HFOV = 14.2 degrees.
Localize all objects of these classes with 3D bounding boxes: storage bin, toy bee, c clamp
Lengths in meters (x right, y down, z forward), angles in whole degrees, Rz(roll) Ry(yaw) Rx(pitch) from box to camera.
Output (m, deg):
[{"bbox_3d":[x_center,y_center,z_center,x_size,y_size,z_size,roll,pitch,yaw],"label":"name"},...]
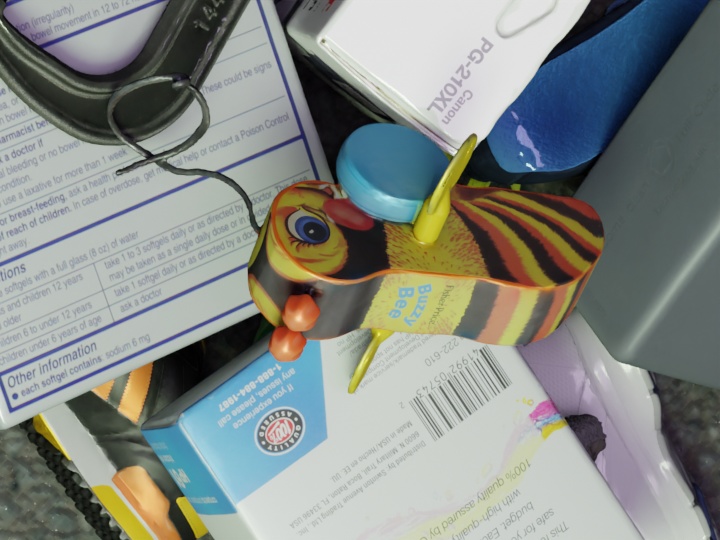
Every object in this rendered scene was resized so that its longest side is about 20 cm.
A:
[{"bbox_3d":[0.185,-0.026,1.289,0.134,0.146,0.200,8,126,-41],"label":"storage bin"},{"bbox_3d":[-0.002,0.002,1.151,0.200,0.109,0.131,-1,133,4],"label":"toy bee"},{"bbox_3d":[-0.103,-0.159,1.165,0.171,0.027,0.200,26,84,-33],"label":"c clamp"}]

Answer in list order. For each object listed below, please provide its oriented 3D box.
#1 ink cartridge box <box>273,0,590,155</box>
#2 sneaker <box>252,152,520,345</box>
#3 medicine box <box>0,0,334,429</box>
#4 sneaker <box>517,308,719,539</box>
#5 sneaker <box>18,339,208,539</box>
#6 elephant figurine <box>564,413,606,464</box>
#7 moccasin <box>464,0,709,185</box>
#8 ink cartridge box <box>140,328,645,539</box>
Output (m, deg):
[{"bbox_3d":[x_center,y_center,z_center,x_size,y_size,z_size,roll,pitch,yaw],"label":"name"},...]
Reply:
[{"bbox_3d":[0.037,-0.137,1.262,0.084,0.200,0.145,38,90,-14],"label":"ink cartridge box"},{"bbox_3d":[0.000,0.000,1.342,0.074,0.084,0.200,42,71,-13],"label":"sneaker"},{"bbox_3d":[-0.125,-0.059,1.232,0.182,0.103,0.200,-24,102,-27],"label":"medicine box"},{"bbox_3d":[0.121,0.110,1.391,0.087,0.075,0.200,-23,95,5],"label":"sneaker"},{"bbox_3d":[-0.121,0.038,1.332,0.090,0.070,0.200,-35,105,-16],"label":"sneaker"},{"bbox_3d":[-0.004,0.138,1.340,0.155,0.141,0.200,14,94,-43],"label":"elephant figurine"},{"bbox_3d":[0.125,-0.095,1.349,0.200,0.068,0.081,-19,89,-31],"label":"moccasin"},{"bbox_3d":[0.023,0.108,1.247,0.144,0.085,0.200,-35,94,-18],"label":"ink cartridge box"}]
